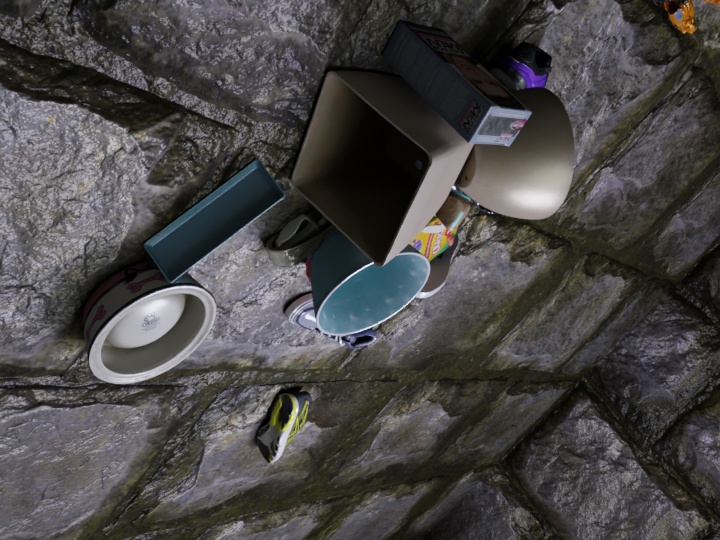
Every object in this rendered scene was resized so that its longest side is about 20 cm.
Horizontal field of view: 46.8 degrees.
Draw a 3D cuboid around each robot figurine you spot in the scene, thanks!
[{"bbox_3d":[0.588,-0.509,1.472,0.145,0.058,0.199,-47,152,11],"label":"robot figurine"}]

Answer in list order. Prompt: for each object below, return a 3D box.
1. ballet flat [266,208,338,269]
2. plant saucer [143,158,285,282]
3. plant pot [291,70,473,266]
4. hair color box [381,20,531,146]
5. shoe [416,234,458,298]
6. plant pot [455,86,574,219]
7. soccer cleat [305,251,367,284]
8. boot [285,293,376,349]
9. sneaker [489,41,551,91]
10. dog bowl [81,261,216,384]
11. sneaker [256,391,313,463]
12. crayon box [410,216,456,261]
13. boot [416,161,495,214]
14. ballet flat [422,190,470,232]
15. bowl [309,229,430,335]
[{"bbox_3d":[-0.062,-0.075,1.307,0.199,0.068,0.062,-39,139,-3],"label":"ballet flat"},{"bbox_3d":[-0.200,-0.068,1.148,0.199,0.070,0.019,-37,168,-5],"label":"plant saucer"},{"bbox_3d":[0.050,-0.163,1.193,0.176,0.200,0.201,-26,151,-43],"label":"plant pot"},{"bbox_3d":[0.129,-0.255,1.131,0.098,0.200,0.061,-6,138,-46],"label":"hair color box"},{"bbox_3d":[0.127,0.006,1.581,0.201,0.071,0.091,-58,175,-47],"label":"shoe"},{"bbox_3d":[0.212,-0.174,1.262,0.133,0.202,0.202,-6,140,-21],"label":"plant pot"},{"bbox_3d":[0.004,0.007,1.412,0.197,0.067,0.077,14,125,-6],"label":"soccer cleat"},{"bbox_3d":[-0.048,0.097,1.541,0.199,0.091,0.073,3,131,-52],"label":"boot"},{"bbox_3d":[0.285,-0.312,1.380,0.100,0.069,0.200,-52,153,6],"label":"sneaker"},{"bbox_3d":[-0.311,0.070,1.202,0.199,0.074,0.201,-29,150,-18],"label":"dog bowl"},{"bbox_3d":[-0.155,0.335,1.771,0.084,0.075,0.201,-11,141,-42],"label":"sneaker"},{"bbox_3d":[0.096,-0.055,1.470,0.199,0.051,0.128,-35,153,-29],"label":"crayon box"},{"bbox_3d":[0.157,-0.153,1.380,0.199,0.132,0.070,0,126,-51],"label":"boot"},{"bbox_3d":[0.108,-0.099,1.352,0.067,0.200,0.073,22,91,-30],"label":"ballet flat"},{"bbox_3d":[0.000,0.000,1.306,0.199,0.106,0.202,-22,151,-13],"label":"bowl"}]
